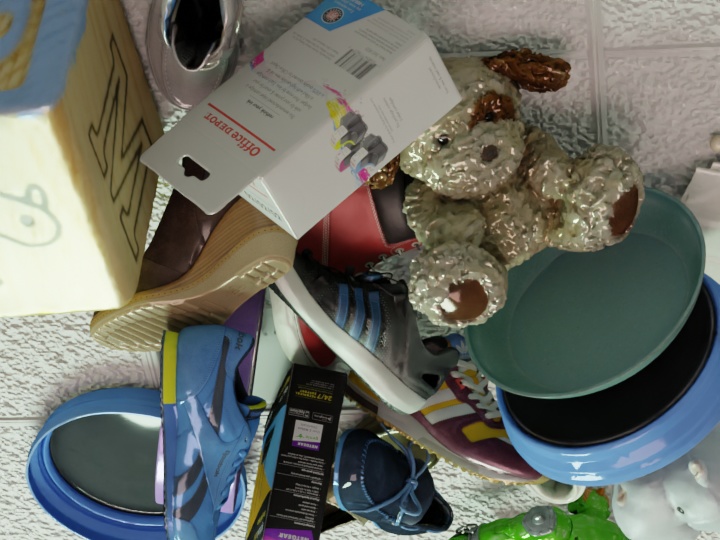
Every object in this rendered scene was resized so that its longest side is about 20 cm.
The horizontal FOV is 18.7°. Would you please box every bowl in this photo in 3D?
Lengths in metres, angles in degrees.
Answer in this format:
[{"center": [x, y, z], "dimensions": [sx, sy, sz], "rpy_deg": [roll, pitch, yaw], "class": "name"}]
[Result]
[{"center": [-0.200, 0.180, 1.977], "dimensions": [0.200, 0.039, 0.201], "rpy_deg": [3, 135, 3], "class": "bowl"}, {"center": [0.195, 0.069, 1.674], "dimensions": [0.200, 0.201, 0.039], "rpy_deg": [-18, 134, 23], "class": "bowl"}]

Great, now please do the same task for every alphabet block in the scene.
[{"center": [-0.265, -0.101, 1.592], "dimensions": [0.195, 0.197, 0.200], "rpy_deg": [-4, 135, 13], "class": "alphabet block"}]

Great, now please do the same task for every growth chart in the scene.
[{"center": [0.302, -0.029, 1.725], "dimensions": [0.144, 0.018, 0.200], "rpy_deg": [17, 135, -11], "class": "growth chart"}]

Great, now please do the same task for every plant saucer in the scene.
[{"center": [0.175, 0.023, 1.663], "dimensions": [0.200, 0.200, 0.036], "rpy_deg": [-18, 134, 23], "class": "plant saucer"}]

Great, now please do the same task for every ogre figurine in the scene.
[{"center": [0.190, 0.257, 1.973], "dimensions": [0.200, 0.098, 0.120], "rpy_deg": [35, 142, -11], "class": "ogre figurine"}]

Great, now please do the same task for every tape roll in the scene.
[{"center": [-0.119, 0.092, 1.765], "dimensions": [0.066, 0.200, 0.200], "rpy_deg": [7, 135, -1], "class": "tape roll"}]

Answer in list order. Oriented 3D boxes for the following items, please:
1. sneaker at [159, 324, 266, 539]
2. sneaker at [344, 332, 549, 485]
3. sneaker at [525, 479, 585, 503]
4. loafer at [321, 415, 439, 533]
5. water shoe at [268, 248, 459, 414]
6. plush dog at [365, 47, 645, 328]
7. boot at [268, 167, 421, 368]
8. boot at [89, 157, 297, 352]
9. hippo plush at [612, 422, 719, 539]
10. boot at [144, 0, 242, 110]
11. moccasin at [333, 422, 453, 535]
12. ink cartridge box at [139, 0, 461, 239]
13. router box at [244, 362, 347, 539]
[{"center": [-0.110, 0.138, 1.640], "dimensions": [0.078, 0.066, 0.200], "rpy_deg": [0, 107, -3], "class": "sneaker"}, {"center": [0.078, 0.102, 1.781], "dimensions": [0.200, 0.075, 0.090], "rpy_deg": [27, 100, 25], "class": "sneaker"}, {"center": [0.157, 0.104, 1.807], "dimensions": [0.074, 0.116, 0.200], "rpy_deg": [-7, 133, 16], "class": "sneaker"}, {"center": [0.002, 0.187, 1.941], "dimensions": [0.076, 0.068, 0.200], "rpy_deg": [35, 129, -26], "class": "loafer"}, {"center": [-0.004, 0.025, 1.706], "dimensions": [0.079, 0.071, 0.200], "rpy_deg": [-45, 117, -3], "class": "water shoe"}, {"center": [0.087, -0.081, 1.634], "dimensions": [0.200, 0.160, 0.172], "rpy_deg": [-29, 117, -10], "class": "plush dog"}, {"center": [0.000, 0.000, 1.754], "dimensions": [0.144, 0.072, 0.200], "rpy_deg": [-3, 131, 7], "class": "boot"}, {"center": [-0.125, -0.039, 1.662], "dimensions": [0.200, 0.167, 0.072], "rpy_deg": [-26, 141, 28], "class": "boot"}, {"center": [0.289, 0.166, 1.820], "dimensions": [0.200, 0.161, 0.159], "rpy_deg": [-18, 130, 23], "class": "hippo plush"}, {"center": [-0.123, -0.171, 1.574], "dimensions": [0.073, 0.096, 0.200], "rpy_deg": [7, 135, 0], "class": "boot"}, {"center": [0.032, 0.174, 1.816], "dimensions": [0.068, 0.081, 0.200], "rpy_deg": [8, 169, 20], "class": "moccasin"}, {"center": [-0.044, -0.101, 1.552], "dimensions": [0.200, 0.115, 0.068], "rpy_deg": [-40, 131, -11], "class": "ink cartridge box"}, {"center": [-0.058, 0.174, 1.826], "dimensions": [0.051, 0.149, 0.200], "rpy_deg": [11, 162, -5], "class": "router box"}]
